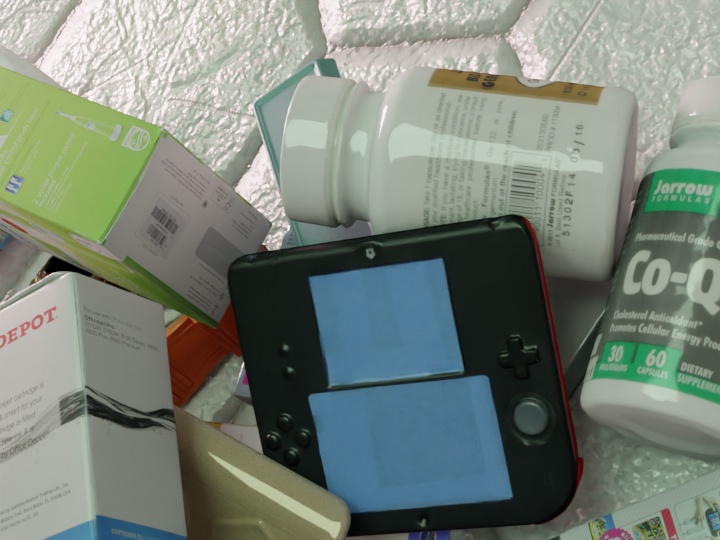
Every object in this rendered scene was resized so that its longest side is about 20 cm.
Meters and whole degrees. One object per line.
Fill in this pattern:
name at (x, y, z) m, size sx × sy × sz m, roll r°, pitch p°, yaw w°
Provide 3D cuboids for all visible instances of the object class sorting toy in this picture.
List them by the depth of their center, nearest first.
sorting toy at (-0.103, 0.194, 1.085) m, size 0.185 × 0.036 × 0.201 m, roll 26°, pitch 109°, yaw 24°

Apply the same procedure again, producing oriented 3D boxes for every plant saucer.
plant saucer at (-0.024, -0.054, 1.134) m, size 0.070 × 0.019 × 0.201 m, roll -32°, pitch 53°, yaw 18°

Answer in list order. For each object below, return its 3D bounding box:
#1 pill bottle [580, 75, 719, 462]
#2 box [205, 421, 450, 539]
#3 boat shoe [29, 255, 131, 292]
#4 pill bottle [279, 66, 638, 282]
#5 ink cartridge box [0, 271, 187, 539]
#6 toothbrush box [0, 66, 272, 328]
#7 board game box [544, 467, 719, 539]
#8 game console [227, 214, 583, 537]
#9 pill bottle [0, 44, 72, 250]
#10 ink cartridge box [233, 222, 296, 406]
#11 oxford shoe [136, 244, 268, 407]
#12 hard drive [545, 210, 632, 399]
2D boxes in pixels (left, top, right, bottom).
pill bottle at (0.203, -0.001, 0.988) m, size 0.113 × 0.113 × 0.201 m, roll 8°, pitch 73°, yaw 34°
box at (-0.026, 0.163, 1.103) m, size 0.199 × 0.041 × 0.120 m, roll 3°, pitch 70°, yaw 30°
boat shoe at (-0.207, 0.012, 1.265) m, size 0.070 × 0.070 × 0.200 m, roll 32°, pitch 88°, yaw 35°
pill bottle at (0.059, -0.061, 1.036) m, size 0.199 × 0.114 × 0.115 m, roll 8°, pitch 71°, yaw 12°
ink cartridge box at (-0.184, 0.122, 1.031) m, size 0.144 × 0.084 × 0.201 m, roll -26°, pitch 59°, yaw 30°
toothbrush box at (-0.182, -0.054, 1.150) m, size 0.200 × 0.146 × 0.086 m, roll 24°, pitch 79°, yaw 33°
board game box at (0.156, 0.208, 0.953) m, size 0.199 × 0.064 × 0.148 m, roll -26°, pitch 58°, yaw 21°
game console at (0.024, 0.066, 1.016) m, size 0.199 × 0.031 × 0.178 m, roll -8°, pitch 102°, yaw 26°
pill bottle at (-0.304, -0.071, 1.338) m, size 0.109 × 0.109 × 0.200 m, roll 32°, pitch 87°, yaw 38°
ink cartridge box at (0.000, 0.000, 1.127) m, size 0.119 × 0.042 × 0.201 m, roll 6°, pitch 68°, yaw 37°
oxford shoe at (-0.140, 0.047, 1.215) m, size 0.200 × 0.071 × 0.073 m, roll -31°, pitch 45°, yaw 6°
hard drive at (0.085, -0.010, 1.121) m, size 0.200 × 0.026 × 0.132 m, roll 33°, pitch 88°, yaw 37°
